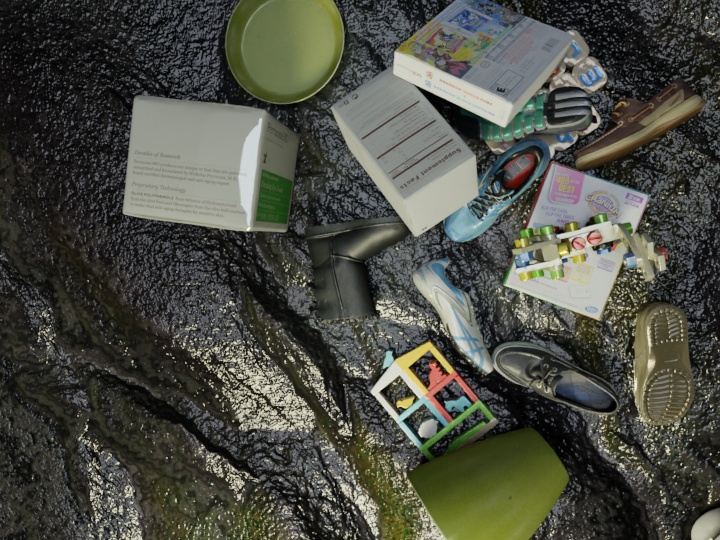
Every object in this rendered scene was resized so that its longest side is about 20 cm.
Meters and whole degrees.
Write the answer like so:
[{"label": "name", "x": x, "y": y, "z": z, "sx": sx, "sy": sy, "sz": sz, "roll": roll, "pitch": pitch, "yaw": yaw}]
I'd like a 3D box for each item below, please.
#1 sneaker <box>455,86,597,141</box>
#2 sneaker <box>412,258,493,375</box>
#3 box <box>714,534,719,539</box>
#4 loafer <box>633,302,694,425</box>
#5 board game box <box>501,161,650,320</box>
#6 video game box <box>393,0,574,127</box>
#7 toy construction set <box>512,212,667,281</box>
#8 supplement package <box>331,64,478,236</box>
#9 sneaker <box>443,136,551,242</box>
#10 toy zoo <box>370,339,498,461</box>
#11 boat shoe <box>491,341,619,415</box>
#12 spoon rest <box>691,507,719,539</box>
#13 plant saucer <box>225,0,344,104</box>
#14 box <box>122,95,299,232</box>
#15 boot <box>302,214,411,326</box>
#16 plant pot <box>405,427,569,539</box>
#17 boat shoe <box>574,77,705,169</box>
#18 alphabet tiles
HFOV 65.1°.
[{"label": "sneaker", "x": 0.244, "y": -0.220, "z": 0.842, "sx": 0.200, "sy": 0.087, "sz": 0.075, "roll": 7, "pitch": 87, "yaw": 34}, {"label": "sneaker", "x": 0.158, "y": 0.072, "z": 0.883, "sx": 0.072, "sy": 0.072, "sz": 0.200, "roll": -31, "pitch": 91, "yaw": 2}, {"label": "box", "x": 0.563, "y": 0.457, "z": 0.780, "sx": 0.152, "sy": 0.106, "sz": 0.200, "roll": 25, "pitch": 114, "yaw": -1}, {"label": "loafer", "x": 0.447, "y": 0.135, "z": 0.839, "sx": 0.075, "sy": 0.068, "sz": 0.201, "roll": -2, "pitch": 109, "yaw": 11}, {"label": "board game box", "x": 0.324, "y": -0.045, "z": 0.861, "sx": 0.153, "sy": 0.040, "sz": 0.200, "roll": 21, "pitch": 96, "yaw": 8}, {"label": "video game box", "x": 0.175, "y": -0.305, "z": 0.799, "sx": 0.182, "sy": 0.047, "sz": 0.200, "roll": 34, "pitch": 60, "yaw": 16}, {"label": "toy construction set", "x": 0.307, "y": -0.033, "z": 0.777, "sx": 0.199, "sy": 0.131, "sz": 0.092, "roll": 0, "pitch": 94, "yaw": 10}, {"label": "supplement package", "x": 0.066, "y": -0.173, "z": 0.820, "sx": 0.117, "sy": 0.117, "sz": 0.200, "roll": -33, "pitch": 66, "yaw": -1}, {"label": "sneaker", "x": 0.197, "y": -0.122, "z": 0.848, "sx": 0.078, "sy": 0.090, "sz": 0.200, "roll": 44, "pitch": 108, "yaw": 4}, {"label": "toy zoo", "x": 0.109, "y": 0.207, "z": 0.921, "sx": 0.131, "sy": 0.020, "sz": 0.200, "roll": -41, "pitch": 87, "yaw": 9}, {"label": "boat shoe", "x": 0.299, "y": 0.169, "z": 0.864, "sx": 0.200, "sy": 0.066, "sz": 0.070, "roll": 26, "pitch": 97, "yaw": 7}, {"label": "spoon rest", "x": 0.598, "y": 0.383, "z": 0.838, "sx": 0.200, "sy": 0.061, "sz": 0.099, "roll": -34, "pitch": 86, "yaw": 23}, {"label": "plant saucer", "x": -0.122, "y": -0.371, "z": 0.923, "sx": 0.199, "sy": 0.031, "sz": 0.201, "roll": 1, "pitch": 94, "yaw": 9}, {"label": "box", "x": -0.218, "y": -0.153, "z": 0.866, "sx": 0.199, "sy": 0.199, "sz": 0.172, "roll": 7, "pitch": 94, "yaw": 7}, {"label": "boot", "x": 0.000, "y": 0.000, "z": 0.902, "sx": 0.198, "sy": 0.073, "sz": 0.163, "roll": -8, "pitch": 90, "yaw": 17}, {"label": "plant pot", "x": 0.202, "y": 0.330, "z": 0.847, "sx": 0.200, "sy": 0.187, "sz": 0.187, "roll": -34, "pitch": 87, "yaw": -5}, {"label": "boat shoe", "x": 0.395, "y": -0.217, "z": 0.826, "sx": 0.200, "sy": 0.072, "sz": 0.072, "roll": -29, "pitch": 79, "yaw": 4}, {"label": "alphabet tiles", "x": 0.268, "y": -0.273, "z": 0.870, "sx": 0.200, "sy": 0.015, "sz": 0.196, "roll": -34, "pitch": 87, "yaw": 10}]
